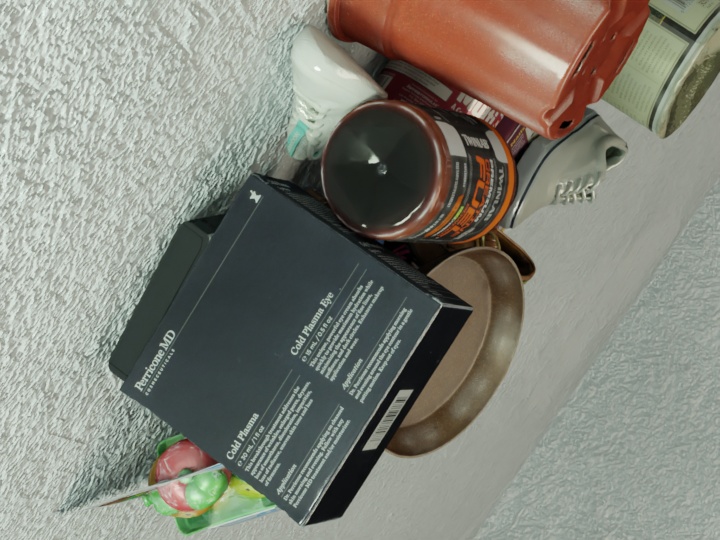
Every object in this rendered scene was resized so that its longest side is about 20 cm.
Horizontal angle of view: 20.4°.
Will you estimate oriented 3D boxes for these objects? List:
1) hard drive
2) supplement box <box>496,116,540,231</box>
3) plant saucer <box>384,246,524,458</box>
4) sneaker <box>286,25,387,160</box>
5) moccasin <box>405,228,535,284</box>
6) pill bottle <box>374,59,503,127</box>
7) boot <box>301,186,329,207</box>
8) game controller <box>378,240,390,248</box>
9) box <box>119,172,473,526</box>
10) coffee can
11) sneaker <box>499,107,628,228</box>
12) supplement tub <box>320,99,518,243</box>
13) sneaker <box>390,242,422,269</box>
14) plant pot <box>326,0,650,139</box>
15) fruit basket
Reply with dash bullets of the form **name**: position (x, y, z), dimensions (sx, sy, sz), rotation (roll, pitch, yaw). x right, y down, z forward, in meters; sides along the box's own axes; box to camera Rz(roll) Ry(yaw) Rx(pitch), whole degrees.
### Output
- **hard drive**: position (-0.118, 0.015, 1.626), dimensions (0.140, 0.033, 0.200), rotation (-61, 164, 17)
- **supplement box**: position (0.109, -0.117, 1.909), dimensions (0.131, 0.103, 0.200), rotation (-54, 165, -9)
- **plant saucer**: position (0.066, 0.066, 1.740), dimensions (0.199, 0.034, 0.202), rotation (-28, 132, -35)
- **sneaker**: position (-0.028, -0.125, 1.558), dimensions (0.088, 0.075, 0.200), rotation (-44, 166, 2)
- **moccasin**: position (0.097, -0.027, 1.797), dimensions (0.201, 0.077, 0.074), rotation (40, 41, -49)
- **pill bottle**: position (0.090, -0.179, 1.717), dimensions (0.201, 0.109, 0.110), rotation (-54, 165, -6)
- **boot**: position (-0.056, 0.042, 1.621), dimensions (0.201, 0.097, 0.075), rotation (-61, 164, 15)
- **game controller**: position (0.000, 0.000, 1.704), dimensions (0.104, 0.042, 0.202), rotation (7, 92, -64)
- **box**: position (-0.048, 0.059, 1.526), dimensions (0.201, 0.182, 0.104), rotation (-57, 165, 7)
- **coffee can**: position (0.239, -0.238, 1.877), dimensions (0.147, 0.199, 0.147), rotation (-49, 164, -20)
- **sneaker**: position (0.194, -0.093, 1.893), dimensions (0.200, 0.071, 0.073), rotation (-44, 160, -44)
- **supplement tub**: position (0.056, -0.075, 1.566), dimensions (0.107, 0.107, 0.200), rotation (-59, 158, 14)
- **sneaker**: position (0.032, 0.011, 1.832), dimensions (0.073, 0.087, 0.201), rotation (-25, -142, 30)
- **plant pot**: position (0.110, -0.213, 1.544), dimensions (0.201, 0.195, 0.201), rotation (-49, 164, -20)
- **fruit basket**: position (-0.131, 0.182, 1.719), dimensions (0.184, 0.094, 0.200), rotation (-20, 178, 23)
